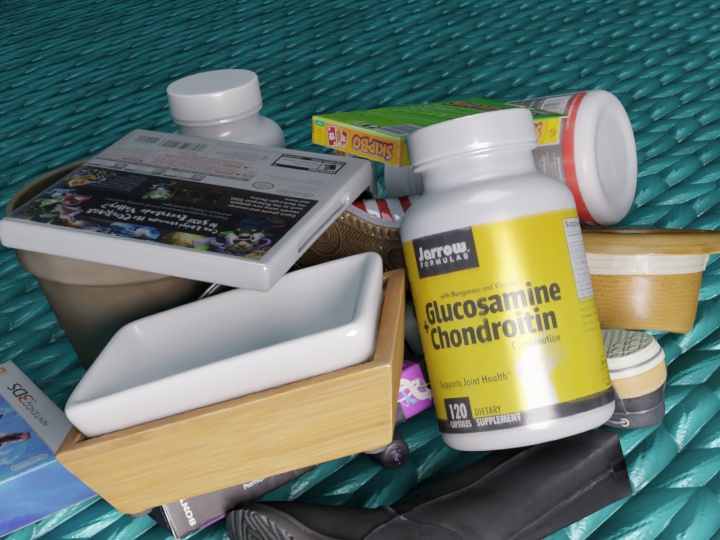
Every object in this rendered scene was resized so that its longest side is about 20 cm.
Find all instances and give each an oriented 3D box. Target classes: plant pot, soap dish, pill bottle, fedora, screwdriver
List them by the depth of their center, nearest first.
[{"bbox_3d":[-0.066,0.067,0.773,0.200,0.081,0.157,-16,17,10],"label":"soap dish"},{"bbox_3d":[0.087,0.005,0.802,0.112,0.200,0.112,-12,-1,0],"label":"pill bottle"},{"bbox_3d":[-0.014,0.105,0.953,0.028,0.029,0.200,-17,16,-19],"label":"screwdriver"},{"bbox_3d":[0.207,0.008,0.984,0.200,0.082,0.201,1,3,0],"label":"fedora"},{"bbox_3d":[-0.159,0.013,1.002,0.200,0.174,0.200,-6,25,3],"label":"plant pot"},{"bbox_3d":[0.130,-0.090,1.121,0.200,0.116,0.116,-4,22,33],"label":"pill bottle"},{"bbox_3d":[-0.118,-0.076,1.166,0.112,0.200,0.112,-6,23,3],"label":"pill bottle"}]

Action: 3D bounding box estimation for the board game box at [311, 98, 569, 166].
[{"bbox_3d":[0.067,-0.112,1.000,0.200,0.030,0.096,-16,25,-40],"label":"board game box"}]

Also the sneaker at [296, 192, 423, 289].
[{"bbox_3d":[0.038,-0.036,0.950,0.200,0.071,0.112,6,29,27],"label":"sneaker"}]

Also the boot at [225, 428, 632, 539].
[{"bbox_3d":[0.042,0.143,0.777,0.200,0.066,0.165,-25,23,-37],"label":"boot"}]

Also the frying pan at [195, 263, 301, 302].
[{"bbox_3d":[-0.108,0.059,0.877,0.190,0.115,0.031,-30,52,-28],"label":"frying pan"}]

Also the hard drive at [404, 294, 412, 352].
[{"bbox_3d":[0.021,0.019,1.108,0.140,0.038,0.200,-3,23,11],"label":"hard drive"}]

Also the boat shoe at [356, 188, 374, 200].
[{"bbox_3d":[-0.039,-0.037,1.118,0.064,0.071,0.200,-2,23,18],"label":"boat shoe"}]

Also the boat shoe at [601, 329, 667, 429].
[{"bbox_3d":[0.148,0.074,0.913,0.075,0.062,0.200,-24,12,-23],"label":"boat shoe"}]

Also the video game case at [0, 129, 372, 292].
[{"bbox_3d":[-0.116,-0.048,0.890,0.200,0.023,0.182,10,29,19],"label":"video game case"}]

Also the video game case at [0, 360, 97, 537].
[{"bbox_3d":[-0.310,0.144,0.915,0.200,0.045,0.181,-21,25,-28],"label":"video game case"}]

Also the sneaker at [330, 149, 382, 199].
[{"bbox_3d":[-0.016,-0.078,1.292,0.074,0.079,0.200,-5,25,3],"label":"sneaker"}]

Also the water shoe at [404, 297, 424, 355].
[{"bbox_3d":[0.103,0.018,0.997,0.079,0.072,0.200,-32,3,33],"label":"water shoe"}]

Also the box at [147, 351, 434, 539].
[{"bbox_3d":[-0.060,0.107,0.861,0.200,0.036,0.143,-27,12,-22],"label":"box"}]

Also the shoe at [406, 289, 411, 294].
[{"bbox_3d":[0.000,0.000,1.007,0.091,0.072,0.200,-6,22,30],"label":"shoe"}]
